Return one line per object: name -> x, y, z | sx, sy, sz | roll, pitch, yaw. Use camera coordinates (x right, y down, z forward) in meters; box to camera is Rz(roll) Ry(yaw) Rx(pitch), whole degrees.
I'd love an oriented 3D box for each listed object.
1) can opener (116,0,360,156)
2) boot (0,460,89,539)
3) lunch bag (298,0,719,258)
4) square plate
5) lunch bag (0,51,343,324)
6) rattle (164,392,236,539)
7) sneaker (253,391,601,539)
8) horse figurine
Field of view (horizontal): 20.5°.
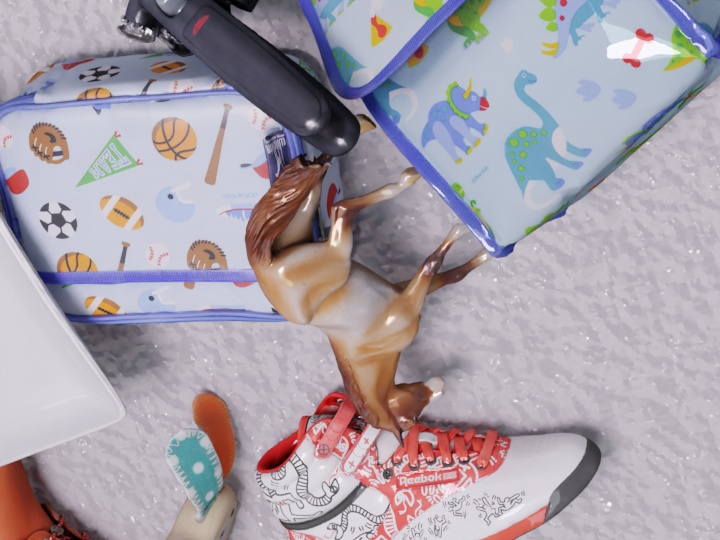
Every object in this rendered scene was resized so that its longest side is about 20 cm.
can opener -> -0.068, -0.121, 1.031 | 0.079, 0.063, 0.200 | -55, 46, 15
boot -> -0.197, 0.180, 1.268 | 0.107, 0.075, 0.200 | -8, 114, 9
lunch bag -> 0.075, -0.138, 1.015 | 0.200, 0.127, 0.170 | 51, 120, 6
square plate -> -0.260, 0.032, 1.168 | 0.200, 0.028, 0.198 | -22, 110, 26
lunch bag -> -0.104, -0.041, 1.134 | 0.200, 0.076, 0.160 | 0, 116, 18
rattle -> -0.071, 0.194, 1.208 | 0.143, 0.130, 0.200 | 25, 93, 24
sneaker -> 0.032, 0.114, 1.166 | 0.201, 0.067, 0.108 | -25, 107, 27
horse figurine -> 0.000, 0.000, 1.077 | 0.133, 0.050, 0.200 | -47, 133, 8
